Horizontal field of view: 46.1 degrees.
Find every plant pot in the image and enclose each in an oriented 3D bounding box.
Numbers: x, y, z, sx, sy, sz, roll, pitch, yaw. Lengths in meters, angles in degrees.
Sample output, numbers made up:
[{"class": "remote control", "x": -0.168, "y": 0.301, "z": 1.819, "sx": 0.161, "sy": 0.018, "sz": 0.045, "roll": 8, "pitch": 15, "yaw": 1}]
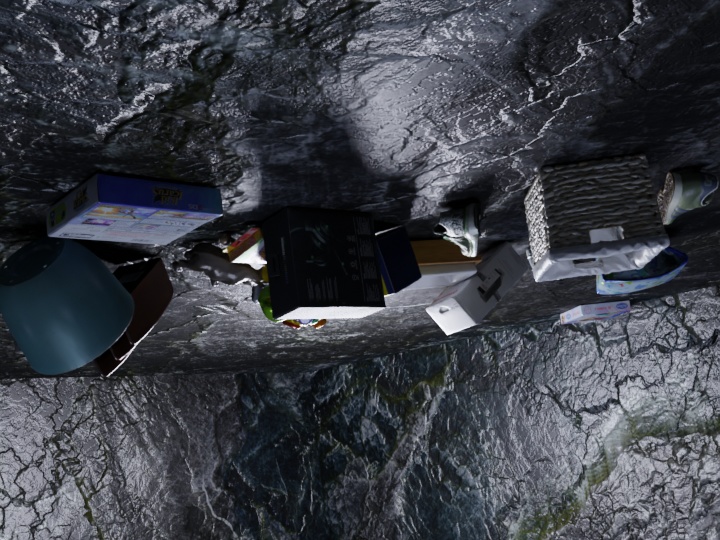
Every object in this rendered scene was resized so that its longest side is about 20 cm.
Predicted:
[{"class": "plant pot", "x": -0.500, "y": 0.041, "z": 1.394, "sx": 0.198, "sy": 0.202, "sz": 0.162, "roll": -11, "pitch": 127, "yaw": 18}]

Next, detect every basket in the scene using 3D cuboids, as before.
[{"class": "basket", "x": 0.390, "y": -0.082, "z": 1.438, "sx": 0.195, "sy": 0.163, "sz": 0.200, "roll": -8, "pitch": 168, "yaw": 2}]

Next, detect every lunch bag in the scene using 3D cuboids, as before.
[{"class": "lunch bag", "x": 0.673, "y": -0.012, "z": 2.035, "sx": 0.197, "sy": 0.130, "sz": 0.170, "roll": 1, "pitch": 170, "yaw": 11}]

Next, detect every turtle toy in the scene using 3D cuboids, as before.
[{"class": "turtle toy", "x": -0.124, "y": 0.053, "z": 1.571, "sx": 0.144, "sy": 0.102, "sz": 0.200, "roll": 17, "pitch": 175, "yaw": 22}]

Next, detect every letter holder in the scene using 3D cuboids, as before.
[{"class": "letter holder", "x": -0.427, "y": 0.090, "z": 1.586, "sx": 0.099, "sy": 0.144, "sz": 0.201, "roll": -11, "pitch": -156, "yaw": 17}]

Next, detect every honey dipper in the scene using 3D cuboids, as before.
[{"class": "honey dipper", "x": -0.208, "y": -0.039, "z": 1.595, "sx": 0.037, "sy": 0.039, "sz": 0.200, "roll": -12, "pitch": 165, "yaw": 23}]

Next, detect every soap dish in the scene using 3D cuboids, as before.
[{"class": "soap dish", "x": 0.138, "y": -0.014, "z": 1.807, "sx": 0.197, "sy": 0.083, "sz": 0.157, "roll": -3, "pitch": 167, "yaw": -18}]

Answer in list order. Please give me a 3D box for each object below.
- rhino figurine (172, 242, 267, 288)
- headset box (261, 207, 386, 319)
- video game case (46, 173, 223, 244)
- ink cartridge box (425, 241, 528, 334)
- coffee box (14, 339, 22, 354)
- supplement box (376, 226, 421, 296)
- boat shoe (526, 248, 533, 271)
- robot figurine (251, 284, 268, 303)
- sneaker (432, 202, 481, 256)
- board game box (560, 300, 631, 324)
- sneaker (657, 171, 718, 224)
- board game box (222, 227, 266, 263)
[{"class": "rhino figurine", "x": -0.251, "y": -0.001, "z": 1.609, "sx": 0.199, "sy": 0.061, "sz": 0.087, "roll": 22, "pitch": 152, "yaw": -39}, {"class": "headset box", "x": -0.069, "y": -0.009, "z": 1.469, "sx": 0.198, "sy": 0.177, "sz": 0.092, "roll": 1, "pitch": 164, "yaw": -37}, {"class": "video game case", "x": -0.336, "y": -0.087, "z": 1.256, "sx": 0.198, "sy": 0.046, "sz": 0.180, "roll": 3, "pitch": 166, "yaw": -42}, {"class": "ink cartridge box", "x": 0.260, "y": 0.042, "z": 1.897, "sx": 0.200, "sy": 0.083, "sz": 0.147, "roll": -43, "pitch": -175, "yaw": -26}, {"class": "coffee box", "x": -0.657, "y": 0.117, "z": 1.867, "sx": 0.197, "sy": 0.115, "sz": 0.080, "roll": -9, "pitch": 168, "yaw": 12}, {"class": "supplement box", "x": 0.000, "y": 0.000, "z": 1.652, "sx": 0.198, "sy": 0.111, "sz": 0.108, "roll": -17, "pitch": -174, "yaw": 37}, {"class": "boat shoe", "x": 0.452, "y": -0.010, "z": 2.042, "sx": 0.069, "sy": 0.073, "sz": 0.200, "roll": -13, "pitch": 167, "yaw": 29}, {"class": "robot figurine", "x": -0.139, "y": 0.041, "z": 1.818, "sx": 0.198, "sy": 0.115, "sz": 0.168, "roll": 4, "pitch": -175, "yaw": -41}, {"class": "sneaker", "x": 0.181, "y": -0.080, "z": 1.586, "sx": 0.087, "sy": 0.078, "sz": 0.200, "roll": 5, "pitch": 164, "yaw": 8}, {"class": "board game box", "x": 0.883, "y": 0.159, "z": 3.187, "sx": 0.196, "sy": 0.042, "sz": 0.200, "roll": -5, "pitch": 168, "yaw": -9}, {"class": "sneaker", "x": 0.603, "y": -0.132, "z": 1.556, "sx": 0.088, "sy": 0.068, "sz": 0.200, "roll": -4, "pitch": 166, "yaw": 11}, {"class": "board game box", "x": -0.153, "y": -0.043, "z": 1.560, "sx": 0.095, "sy": 0.030, "sz": 0.199, "roll": -33, "pitch": 156, "yaw": 35}]
